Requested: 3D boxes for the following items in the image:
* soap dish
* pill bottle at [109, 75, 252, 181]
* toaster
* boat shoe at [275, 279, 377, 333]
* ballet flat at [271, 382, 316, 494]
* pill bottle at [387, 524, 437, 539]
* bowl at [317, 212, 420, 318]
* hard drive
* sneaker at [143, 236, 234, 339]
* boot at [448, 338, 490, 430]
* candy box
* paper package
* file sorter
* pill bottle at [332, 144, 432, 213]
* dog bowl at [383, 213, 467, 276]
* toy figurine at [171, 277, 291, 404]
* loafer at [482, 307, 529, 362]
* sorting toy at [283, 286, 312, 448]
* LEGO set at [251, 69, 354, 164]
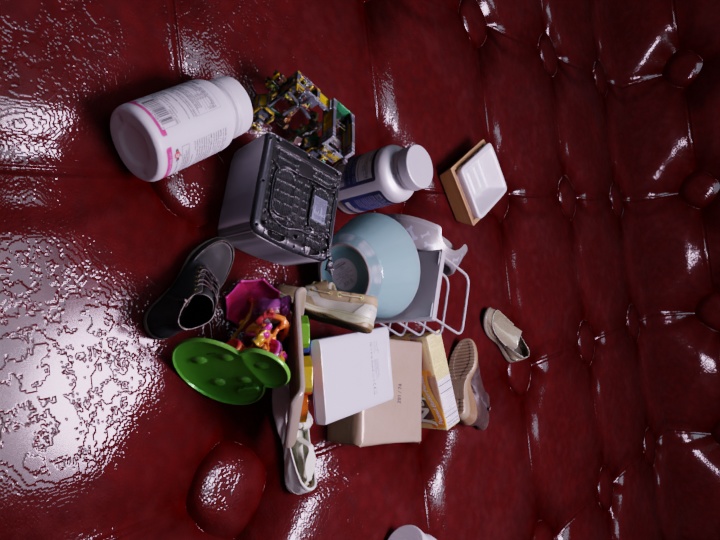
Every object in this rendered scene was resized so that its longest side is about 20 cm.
[{"bbox_3d":[0.292,-0.228,1.536,0.200,0.081,0.159,-42,114,-42],"label":"soap dish"},{"bbox_3d":[-0.265,-0.224,0.906,0.200,0.112,0.115,-40,112,-43],"label":"pill bottle"},{"bbox_3d":[-0.133,-0.106,1.027,0.180,0.118,0.203,22,68,-42],"label":"toaster"},{"bbox_3d":[-0.060,0.053,1.032,0.074,0.198,0.067,59,50,-63],"label":"boat shoe"},{"bbox_3d":[-0.107,0.288,1.034,0.069,0.069,0.203,-6,88,-47],"label":"ballet flat"},{"bbox_3d":[0.138,0.615,1.213,0.201,0.112,0.114,52,50,-27],"label":"pill bottle"},{"bbox_3d":[0.000,0.000,1.087,0.105,0.199,0.204,-16,96,-55],"label":"bowl"},{"bbox_3d":[-0.011,0.174,1.017,0.199,0.025,0.134,-3,88,-55],"label":"hard drive"},{"bbox_3d":[-0.234,0.024,0.906,0.075,0.105,0.201,51,51,-29],"label":"sneaker"},{"bbox_3d":[0.276,0.284,1.467,0.166,0.072,0.203,36,57,-52],"label":"boot"},{"bbox_3d":[0.132,0.232,1.264,0.055,0.115,0.203,-19,98,-46],"label":"candy box"},{"bbox_3d":[0.030,0.236,1.163,0.189,0.103,0.203,12,76,-46],"label":"paper package"},{"bbox_3d":[0.103,0.056,1.204,0.124,0.198,0.141,33,61,-44],"label":"file sorter"},{"bbox_3d":[0.040,-0.182,1.168,0.110,0.198,0.113,9,78,-46],"label":"pill bottle"},{"bbox_3d":[0.123,-0.049,1.249,0.199,0.199,0.059,31,75,-40],"label":"dog bowl"},{"bbox_3d":[-0.168,0.088,0.930,0.151,0.198,0.185,59,35,-33],"label":"toy figurine"},{"bbox_3d":[0.396,0.171,1.596,0.200,0.068,0.076,49,52,-30],"label":"loafer"},{"bbox_3d":[-0.098,0.158,0.958,0.036,0.186,0.202,4,52,-8],"label":"sorting toy"},{"bbox_3d":[-0.100,-0.248,1.062,0.200,0.152,0.117,40,39,-44],"label":"LEGO set"}]
